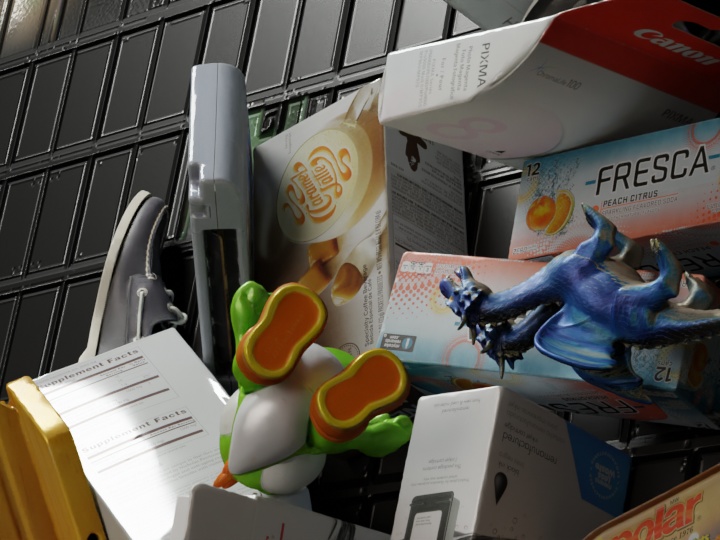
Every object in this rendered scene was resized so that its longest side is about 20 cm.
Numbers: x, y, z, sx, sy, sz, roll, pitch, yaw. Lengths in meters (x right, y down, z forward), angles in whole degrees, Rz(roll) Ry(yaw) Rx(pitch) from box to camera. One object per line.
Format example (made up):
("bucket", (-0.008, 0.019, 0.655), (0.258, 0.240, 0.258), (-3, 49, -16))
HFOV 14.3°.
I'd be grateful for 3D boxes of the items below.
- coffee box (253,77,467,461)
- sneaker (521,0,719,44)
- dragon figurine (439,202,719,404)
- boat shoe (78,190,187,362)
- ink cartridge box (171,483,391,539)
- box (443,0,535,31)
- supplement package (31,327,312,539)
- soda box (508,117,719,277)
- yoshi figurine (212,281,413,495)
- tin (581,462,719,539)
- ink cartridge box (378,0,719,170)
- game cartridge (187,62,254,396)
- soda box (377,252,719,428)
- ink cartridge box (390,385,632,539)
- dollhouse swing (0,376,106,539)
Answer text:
("coffee box", (0.000, 0.000, 1.762), (0.114, 0.080, 0.201), (-27, 50, 35))
("sneaker", (0.167, -0.151, 1.631), (0.199, 0.076, 0.088), (-25, 14, 26))
("dragon figurine", (0.130, 0.032, 1.492), (0.200, 0.059, 0.100), (30, 86, 40))
("boat shoe", (-0.148, 0.041, 1.935), (0.062, 0.073, 0.201), (10, 63, 5))
("ink cartridge box", (-0.047, 0.191, 1.582), (0.068, 0.199, 0.117), (-4, 71, 46))
("box", (0.098, -0.271, 1.725), (0.171, 0.200, 0.200), (-35, 44, 26))
("supplement package", (-0.115, 0.142, 1.747), (0.109, 0.114, 0.200), (-20, 35, -19))
("soda box", (0.178, -0.036, 1.604), (0.199, 0.063, 0.069), (-10, 60, 43))
("yoshi figurine", (-0.025, 0.064, 1.580), (0.200, 0.111, 0.113), (120, 147, -69))
("tin", (0.166, 0.165, 1.452), (0.200, 0.042, 0.112), (-33, 46, 41))
("ink cartridge box", (0.135, -0.098, 1.606), (0.199, 0.162, 0.057), (-4, 75, 46))
("game cartridge", (-0.084, -0.022, 1.794), (0.041, 0.201, 0.134), (1, 43, 3))
("soda box", (0.111, 0.038, 1.591), (0.199, 0.064, 0.069), (5, 71, 36))
("ink cartridge box", (0.073, 0.177, 1.548), (0.068, 0.116, 0.201), (-9, 61, 45))
("dollhouse swing", (-0.233, 0.178, 1.626), (0.176, 0.199, 0.183), (13, 121, 68))
